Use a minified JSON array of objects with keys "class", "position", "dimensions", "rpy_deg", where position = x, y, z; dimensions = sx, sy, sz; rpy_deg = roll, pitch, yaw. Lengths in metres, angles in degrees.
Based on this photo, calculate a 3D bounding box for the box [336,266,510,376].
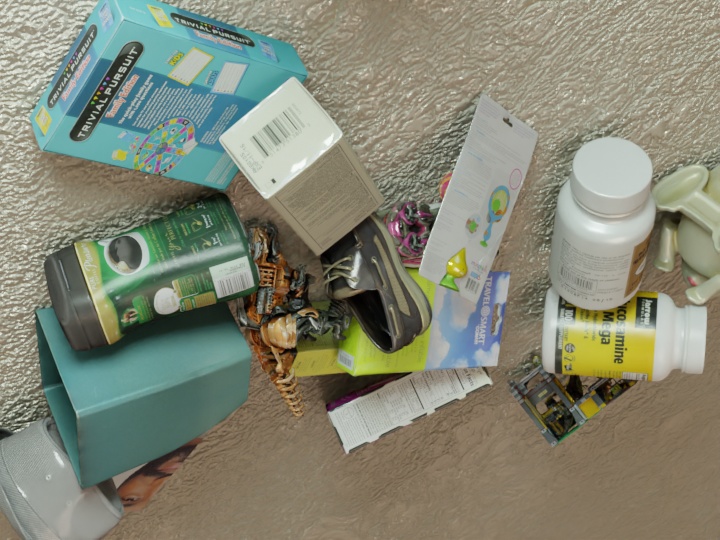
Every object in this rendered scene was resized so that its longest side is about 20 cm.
[{"class":"box","position":[0.073,0.053,1.550],"dimensions":[0.199,0.048,0.123],"rpy_deg":[-1,104,-32]}]

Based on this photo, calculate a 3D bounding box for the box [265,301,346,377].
[{"class":"box","position":[-0.016,0.076,1.581],"dimensions":[0.199,0.076,0.050],"rpy_deg":[-4,141,-31]}]

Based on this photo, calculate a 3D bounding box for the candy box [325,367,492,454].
[{"class":"candy box","position":[0.057,0.154,1.685],"dimensions":[0.199,0.061,0.136],"rpy_deg":[-25,179,-3]}]

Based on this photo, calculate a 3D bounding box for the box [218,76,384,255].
[{"class":"box","position":[-0.050,-0.093,1.280],"dimensions":[0.095,0.078,0.200],"rpy_deg":[-39,162,-1]}]

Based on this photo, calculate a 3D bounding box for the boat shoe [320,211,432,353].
[{"class":"boat shoe","position":[0.000,0.000,1.408],"dimensions":[0.074,0.200,0.073],"rpy_deg":[-25,-163,45]}]

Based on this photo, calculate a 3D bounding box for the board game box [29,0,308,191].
[{"class":"board game box","position":[-0.168,-0.156,1.205],"dimensions":[0.199,0.047,0.151],"rpy_deg":[11,130,-42]}]

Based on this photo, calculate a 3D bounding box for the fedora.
[{"class":"fedora","position":[-0.325,0.240,1.486],"dimensions":[0.090,0.201,0.177],"rpy_deg":[-34,-178,3]}]

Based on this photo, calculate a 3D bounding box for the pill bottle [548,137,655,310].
[{"class":"pill bottle","position":[0.282,-0.055,1.573],"dimensions":[0.114,0.115,0.201],"rpy_deg":[-19,144,-12]}]

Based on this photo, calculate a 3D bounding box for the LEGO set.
[{"class":"LEGO set","position":[0.295,0.144,1.872],"dimensions":[0.200,0.116,0.154],"rpy_deg":[-41,172,26]}]

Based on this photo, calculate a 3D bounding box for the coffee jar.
[{"class":"coffee jar","position":[-0.206,0.003,1.334],"dimensions":[0.199,0.105,0.086],"rpy_deg":[-19,142,-10]}]

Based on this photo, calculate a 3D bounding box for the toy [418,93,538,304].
[{"class":"toy","position":[0.114,-0.076,1.447],"dimensions":[0.115,0.047,0.201],"rpy_deg":[26,80,-48]}]

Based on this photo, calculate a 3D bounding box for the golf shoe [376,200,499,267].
[{"class":"golf shoe","position":[0.073,-0.039,1.510],"dimensions":[0.199,0.073,0.092],"rpy_deg":[5,166,-45]}]

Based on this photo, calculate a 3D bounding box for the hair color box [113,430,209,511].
[{"class":"hair color box","position":[-0.260,0.199,1.585],"dimensions":[0.110,0.064,0.200],"rpy_deg":[10,132,-42]}]

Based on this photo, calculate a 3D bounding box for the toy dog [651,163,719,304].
[{"class":"toy dog","position":[0.451,-0.047,1.702],"dimensions":[0.194,0.139,0.200],"rpy_deg":[-47,151,-21]}]

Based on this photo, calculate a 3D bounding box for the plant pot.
[{"class":"plant pot","position":[-0.223,0.109,1.431],"dimensions":[0.199,0.142,0.142],"rpy_deg":[-16,144,-21]}]

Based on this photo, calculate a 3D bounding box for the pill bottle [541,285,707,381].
[{"class":"pill bottle","position":[0.332,0.080,1.710],"dimensions":[0.199,0.113,0.113],"rpy_deg":[3,146,11]}]

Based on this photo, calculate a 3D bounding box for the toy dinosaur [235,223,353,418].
[{"class":"toy dinosaur","position":[-0.085,0.050,1.446],"dimensions":[0.135,0.102,0.201],"rpy_deg":[-18,124,-49]}]
